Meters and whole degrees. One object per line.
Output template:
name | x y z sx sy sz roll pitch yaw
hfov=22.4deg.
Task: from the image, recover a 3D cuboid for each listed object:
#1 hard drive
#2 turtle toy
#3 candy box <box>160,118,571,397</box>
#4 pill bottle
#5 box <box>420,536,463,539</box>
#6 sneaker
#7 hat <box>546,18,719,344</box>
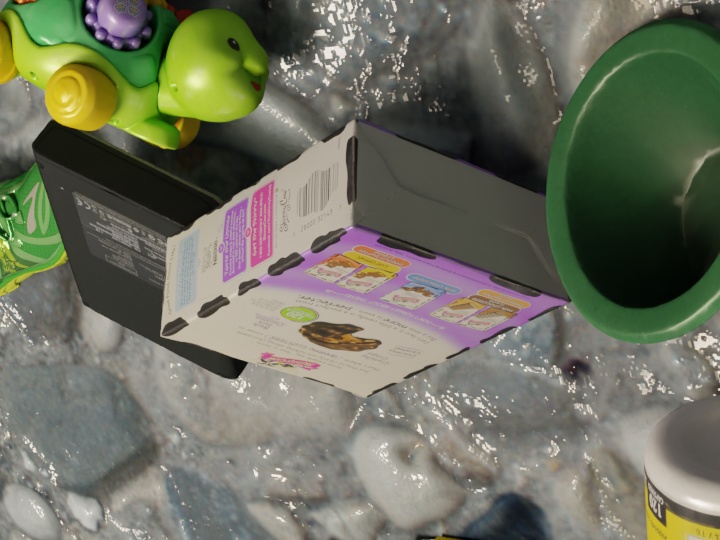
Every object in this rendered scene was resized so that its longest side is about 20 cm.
hard drive | -0.147 -0.009 1.254 0.139 0.033 0.201 26 152 17
turtle toy | -0.149 -0.139 1.159 0.199 0.145 0.102 26 98 23
candy box | 0.000 0.000 1.106 0.167 0.072 0.199 19 149 -34
pill bottle | 0.226 0.184 1.077 0.111 0.112 0.202 13 124 33
box | 0.114 0.250 1.259 0.199 0.048 0.118 1 117 40
sneaker | -0.267 -0.031 1.350 0.200 0.083 0.075 -34 57 45
hat | 0.222 -0.025 1.016 0.165 0.175 0.202 -27 61 47
